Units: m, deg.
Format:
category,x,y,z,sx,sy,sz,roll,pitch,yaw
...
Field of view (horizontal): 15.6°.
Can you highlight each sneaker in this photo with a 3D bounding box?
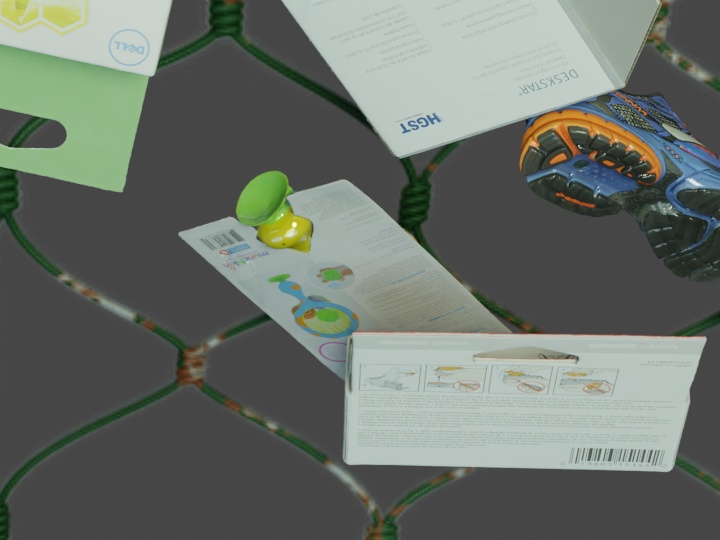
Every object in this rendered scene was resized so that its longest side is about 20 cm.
category,x,y,z,sx,sy,sz,roll,pitch,yaw
sneaker,0.170,-0.060,1.470,0.200,0.079,0.075,29,132,-35

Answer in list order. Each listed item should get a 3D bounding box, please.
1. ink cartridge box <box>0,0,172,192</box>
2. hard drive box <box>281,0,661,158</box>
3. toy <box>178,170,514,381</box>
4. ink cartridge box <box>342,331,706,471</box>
category,x,y,z,sx,sy,sz,roll,pitch,yaw
ink cartridge box,-0.181,-0.132,1.449,0.145,0.048,0.201,12,119,-7
hard drive box,0.036,-0.171,1.371,0.155,0.077,0.200,-15,123,37
toy,0.000,0.000,1.514,0.115,0.047,0.200,-17,144,29
ink cartridge box,0.091,0.060,1.516,0.199,0.045,0.176,1,150,-1
